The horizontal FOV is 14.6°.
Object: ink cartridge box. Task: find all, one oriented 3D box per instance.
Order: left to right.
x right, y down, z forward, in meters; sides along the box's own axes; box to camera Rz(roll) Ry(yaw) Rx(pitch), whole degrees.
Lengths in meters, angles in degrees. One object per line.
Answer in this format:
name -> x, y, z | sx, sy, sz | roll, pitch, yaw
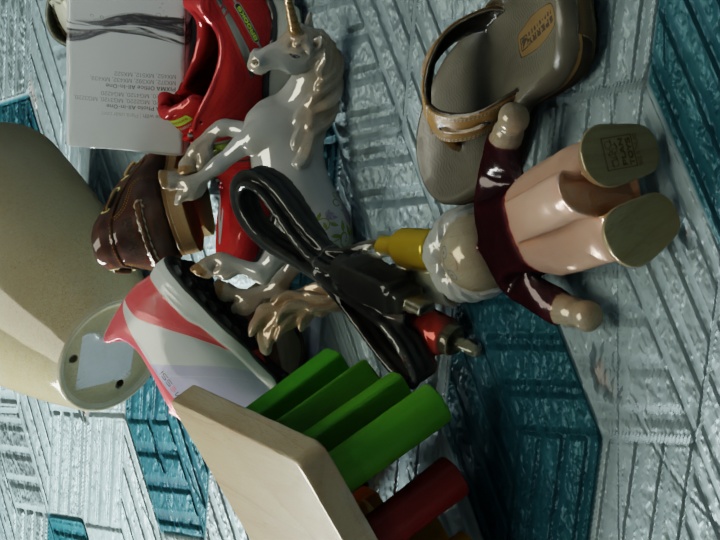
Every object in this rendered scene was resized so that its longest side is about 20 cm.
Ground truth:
ink cartridge box -> -0.146, -0.192, 1.844 | 0.145, 0.083, 0.201 | -88, 1, -68

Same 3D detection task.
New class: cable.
cable -> 0.000, 0.000, 1.626 | 0.200, 0.050, 0.098 | 30, 136, 48

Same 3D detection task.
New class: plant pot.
plant pot -> -0.239, 0.018, 2.088 | 0.200, 0.187, 0.188 | 37, 131, 41

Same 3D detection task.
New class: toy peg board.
toy peg board -> 0.009, 0.145, 1.618 | 0.200, 0.098, 0.200 | 61, 163, -19

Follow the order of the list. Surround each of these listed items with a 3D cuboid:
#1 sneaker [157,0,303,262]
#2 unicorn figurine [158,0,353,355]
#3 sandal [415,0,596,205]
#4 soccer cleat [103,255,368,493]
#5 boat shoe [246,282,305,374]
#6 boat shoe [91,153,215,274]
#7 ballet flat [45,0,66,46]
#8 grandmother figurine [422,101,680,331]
sneaker -> -0.089, -0.094, 1.793 | 0.077, 0.084, 0.201 | -142, 50, -60
unicorn figurine -> -0.053, -0.062, 1.717 | 0.201, 0.137, 0.074 | 64, -162, -8
sandal -> 0.064, -0.098, 1.475 | 0.200, 0.054, 0.082 | 136, 124, -61
soccer cleat -> -0.076, 0.084, 1.749 | 0.073, 0.068, 0.200 | -43, 81, 13
boat shoe -> -0.065, 0.105, 1.805 | 0.076, 0.073, 0.201 | 122, 136, -56
boat shoe -> -0.138, -0.041, 1.853 | 0.200, 0.070, 0.071 | -68, -42, -82
ballet flat -> -0.176, -0.201, 1.988 | 0.068, 0.064, 0.200 | 61, 155, 2
grandmother figurine -> 0.088, -0.025, 1.436 | 0.200, 0.060, 0.122 | 152, 112, -63
